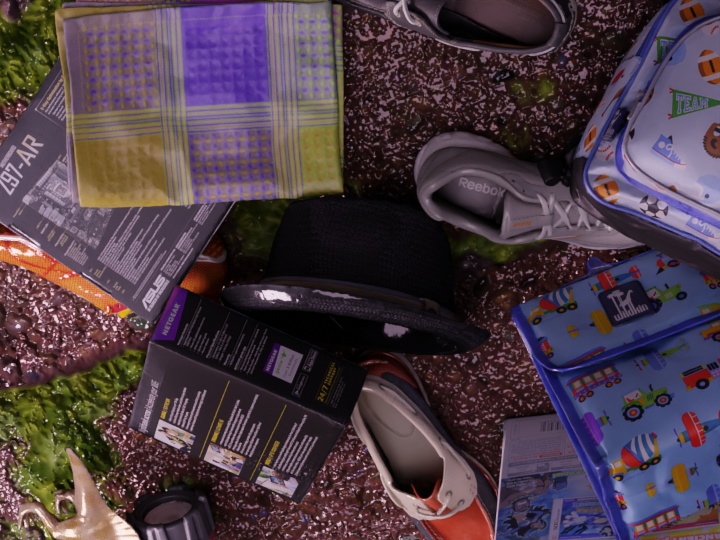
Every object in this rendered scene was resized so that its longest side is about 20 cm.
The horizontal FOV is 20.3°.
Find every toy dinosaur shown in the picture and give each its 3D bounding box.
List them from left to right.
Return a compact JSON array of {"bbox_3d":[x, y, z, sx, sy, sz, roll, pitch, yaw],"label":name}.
[{"bbox_3d":[-0.209,0.195,1.556,0.100,0.058,0.201,9,127,34],"label":"toy dinosaur"}]

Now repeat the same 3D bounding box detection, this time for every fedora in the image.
[{"bbox_3d":[0.000,0.000,1.426,0.199,0.201,0.092,6,80,6],"label":"fedora"}]

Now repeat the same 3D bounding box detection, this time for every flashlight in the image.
[{"bbox_3d":[-0.131,0.270,1.597,0.067,0.068,0.201,-8,115,12],"label":"flashlight"}]

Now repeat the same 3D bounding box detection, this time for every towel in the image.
[{"bbox_3d":[-0.110,-0.117,1.393,0.198,0.023,0.145,-1,93,-5],"label":"towel"}]

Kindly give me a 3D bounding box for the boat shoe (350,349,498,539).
[{"bbox_3d":[0.050,0.151,1.518,0.071,0.063,0.201,-26,107,16],"label":"boat shoe"}]

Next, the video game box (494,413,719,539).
[{"bbox_3d":[0.197,0.162,1.433,0.198,0.183,0.047,-7,117,12],"label":"video game box"}]

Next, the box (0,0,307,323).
[{"bbox_3d":[-0.157,-0.089,1.425,0.160,0.044,0.201,33,91,-6],"label":"box"}]

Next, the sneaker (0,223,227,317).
[{"bbox_3d":[-0.199,-0.002,1.490,0.198,0.073,0.078,12,115,5],"label":"sneaker"}]

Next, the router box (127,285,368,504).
[{"bbox_3d":[-0.086,0.094,1.458,0.148,0.051,0.200,24,156,-2],"label":"router box"}]

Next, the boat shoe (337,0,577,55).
[{"bbox_3d":[0.050,-0.194,1.377,0.198,0.068,0.072,18,115,6],"label":"boat shoe"}]

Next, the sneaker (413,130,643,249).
[{"bbox_3d":[0.132,-0.042,1.410,0.198,0.092,0.076,6,113,6],"label":"sneaker"}]

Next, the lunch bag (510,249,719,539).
[{"bbox_3d":[0.203,0.063,1.393,0.150,0.201,0.094,-24,135,-1],"label":"lunch bag"}]

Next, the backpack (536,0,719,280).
[{"bbox_3d":[0.247,-0.102,1.328,0.199,0.154,0.192,26,81,-5],"label":"backpack"}]
